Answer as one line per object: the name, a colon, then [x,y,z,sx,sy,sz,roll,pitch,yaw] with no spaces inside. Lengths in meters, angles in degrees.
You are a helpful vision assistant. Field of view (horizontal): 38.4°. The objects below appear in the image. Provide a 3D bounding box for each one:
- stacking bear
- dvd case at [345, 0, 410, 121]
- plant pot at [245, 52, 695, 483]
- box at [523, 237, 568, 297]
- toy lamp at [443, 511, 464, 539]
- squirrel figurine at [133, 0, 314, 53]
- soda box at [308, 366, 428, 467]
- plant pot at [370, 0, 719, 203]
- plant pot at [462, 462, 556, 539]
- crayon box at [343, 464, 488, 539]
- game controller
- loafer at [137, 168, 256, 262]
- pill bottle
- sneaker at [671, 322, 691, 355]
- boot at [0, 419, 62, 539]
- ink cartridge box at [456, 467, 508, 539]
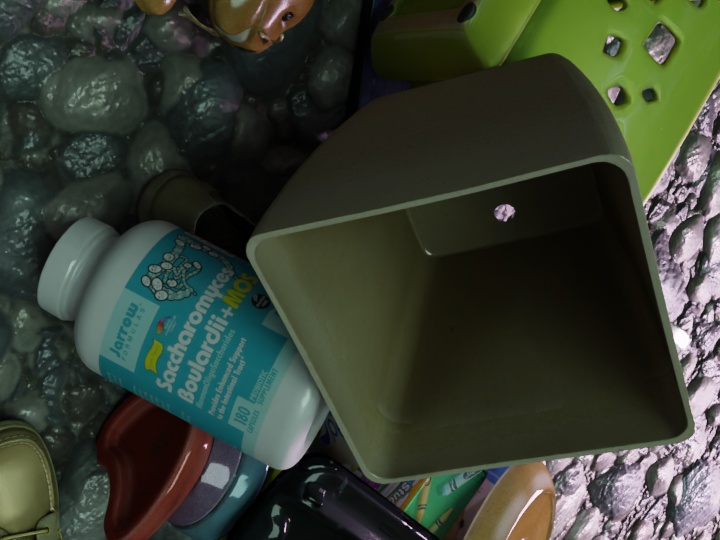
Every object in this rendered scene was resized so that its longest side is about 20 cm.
stacking bear: [-0.083,0.165,0.784,0.200,0.122,0.114,33,110,-35]
dvd case: [0.082,-0.162,0.854,0.199,0.018,0.144,0,105,-32]
plant pot: [0.075,-0.017,0.618,0.199,0.178,0.201,-11,127,19]
box: [0.069,0.010,0.792,0.035,0.200,0.110,39,85,-33]
toy lamp: [0.082,0.196,0.899,0.058,0.058,0.201,44,57,-35]
squirrel figurine: [-0.070,-0.237,0.641,0.187,0.140,0.202,38,61,-66]
soda box: [0.009,0.106,0.786,0.068,0.200,0.064,-24,95,-23]
plant pot: [0.133,-0.177,0.753,0.181,0.200,0.200,34,85,-27]
plant pot: [0.121,0.255,0.881,0.200,0.027,0.201,-40,141,-44]
crayon box: [0.002,0.214,0.871,0.058,0.119,0.200,41,83,-35]
game controller: [-0.011,0.213,0.768,0.104,0.042,0.200,-42,127,5]
loafer: [-0.086,0.009,0.775,0.076,0.067,0.200,-51,125,-7]
pill bottle: [-0.108,0.039,0.678,0.199,0.111,0.111,26,92,7]
sneaker: [0.229,0.083,1.003,0.198,0.079,0.130,18,108,-47]
boot: [-0.224,0.218,0.704,0.072,0.155,0.202,-4,108,-31]
ink cartridge box: [0.076,0.264,0.967,0.199,0.068,0.117,-32,121,-20]
